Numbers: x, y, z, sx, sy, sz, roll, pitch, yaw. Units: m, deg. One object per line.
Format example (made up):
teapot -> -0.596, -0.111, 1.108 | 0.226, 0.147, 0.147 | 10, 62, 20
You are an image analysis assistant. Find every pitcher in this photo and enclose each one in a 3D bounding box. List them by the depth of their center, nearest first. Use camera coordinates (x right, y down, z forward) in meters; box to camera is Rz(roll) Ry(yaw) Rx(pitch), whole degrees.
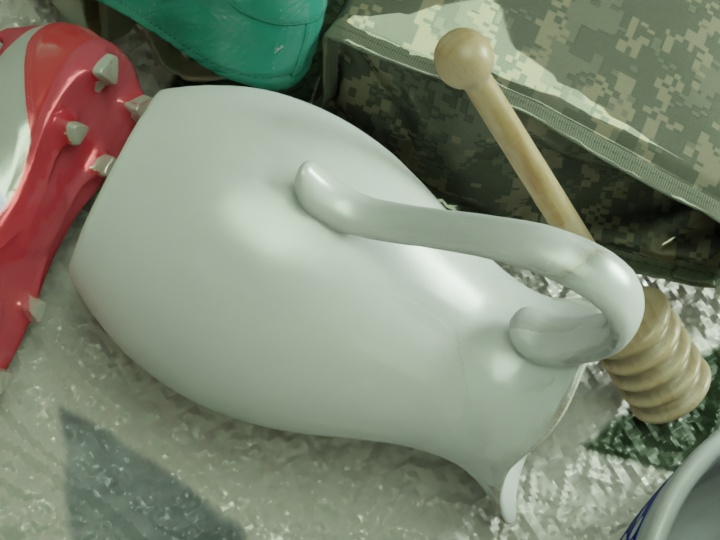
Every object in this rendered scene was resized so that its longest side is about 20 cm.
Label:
pitcher -> 0.000, 0.000, 0.913 | 0.199, 0.172, 0.122 | 27, 59, -1

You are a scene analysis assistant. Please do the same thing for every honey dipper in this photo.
honey dipper -> 0.081, -0.019, 0.946 | 0.038, 0.038, 0.200 | -53, 128, -26

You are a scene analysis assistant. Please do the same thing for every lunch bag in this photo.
lunch bag -> 0.098, -0.096, 1.007 | 0.199, 0.118, 0.165 | 23, 63, 3

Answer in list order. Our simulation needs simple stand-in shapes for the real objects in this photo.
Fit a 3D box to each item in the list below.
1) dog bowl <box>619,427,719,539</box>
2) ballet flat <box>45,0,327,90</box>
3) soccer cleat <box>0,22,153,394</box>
dog bowl -> 0.191, 0.150, 0.944 | 0.199, 0.079, 0.201 | 5, 67, -11
ballet flat -> -0.091, -0.118, 0.987 | 0.067, 0.071, 0.199 | -22, 35, -40
soccer cleat -> -0.157, -0.012, 0.952 | 0.076, 0.067, 0.201 | 16, 68, 38
